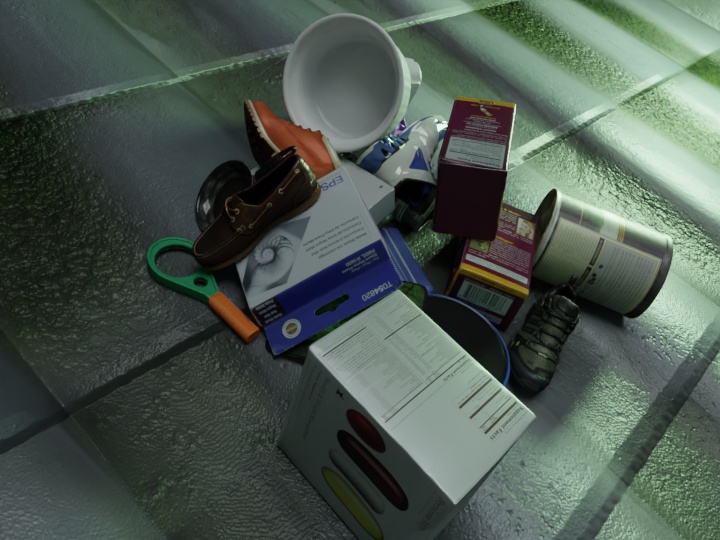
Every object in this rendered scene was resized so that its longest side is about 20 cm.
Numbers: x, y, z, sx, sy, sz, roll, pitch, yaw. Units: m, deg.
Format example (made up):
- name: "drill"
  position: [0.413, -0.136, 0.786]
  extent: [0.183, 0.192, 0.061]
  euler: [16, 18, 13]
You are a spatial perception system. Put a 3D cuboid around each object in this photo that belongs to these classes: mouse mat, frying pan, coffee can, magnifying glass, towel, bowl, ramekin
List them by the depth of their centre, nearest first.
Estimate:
- name: "magnifying glass"
  position: [-0.210, 0.024, 0.880]
  extent: [0.199, 0.023, 0.079]
  euler: [39, 46, 20]
- name: "mouse mat"
  position: [-0.014, 0.063, 0.886]
  extent: [0.197, 0.008, 0.162]
  euler: [10, 50, 7]
- name: "bowl"
  position: [0.114, 0.114, 0.904]
  extent: [0.197, 0.040, 0.202]
  euler: [11, 44, -11]
- name: "frying pan"
  position: [-0.171, -0.133, 0.952]
  extent: [0.031, 0.190, 0.115]
  euler: [30, 18, -52]
- name: "towel"
  position: [0.000, 0.000, 0.984]
  extent: [0.197, 0.024, 0.146]
  euler: [-10, 51, -26]
- name: "ramekin"
  position: [-0.015, -0.290, 1.030]
  extent: [0.199, 0.202, 0.098]
  euler: [32, 18, 11]
- name: "coffee can"
  position: [0.378, -0.028, 1.068]
  extent: [0.197, 0.147, 0.147]
  euler: [22, 43, 1]

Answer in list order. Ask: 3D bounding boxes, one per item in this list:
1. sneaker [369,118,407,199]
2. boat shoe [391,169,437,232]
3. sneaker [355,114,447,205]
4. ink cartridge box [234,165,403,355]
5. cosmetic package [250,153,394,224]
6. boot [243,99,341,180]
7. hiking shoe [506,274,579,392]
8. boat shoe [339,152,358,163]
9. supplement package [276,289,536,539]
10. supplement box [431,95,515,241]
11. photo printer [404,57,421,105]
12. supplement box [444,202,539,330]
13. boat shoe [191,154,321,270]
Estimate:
- name: "sneaker"
  position: [0.054, -0.212, 1.164]
  extent: [0.079, 0.089, 0.202]
  euler: [11, 45, -12]
- name: "boat shoe"
  position: [0.136, -0.127, 1.131]
  extent: [0.063, 0.071, 0.199]
  euler: [38, 54, 18]
- name: "sneaker"
  position: [0.086, -0.169, 1.066]
  extent: [0.199, 0.080, 0.116]
  euler: [-36, 90, -43]
- name: "ink cartridge box"
  position: [-0.068, -0.019, 0.873]
  extent: [0.198, 0.041, 0.201]
  euler: [-29, 56, 3]
- name: "cosmetic package"
  position: [-0.068, -0.116, 1.005]
  extent: [0.199, 0.052, 0.151]
  euler: [35, 62, 26]
- name: "boot"
  position: [-0.107, -0.194, 0.997]
  extent: [0.106, 0.075, 0.201]
  euler: [-24, 62, -21]
- name: "hiking shoe"
  position: [0.269, 0.084, 0.948]
  extent: [0.075, 0.101, 0.201]
  euler: [26, 43, 6]
- name: "boat shoe"
  position: [-0.022, -0.171, 1.112]
  extent: [0.075, 0.061, 0.201]
  euler: [-16, 55, -33]
- name: "supplement package"
  position: [0.038, 0.174, 0.704]
  extent: [0.200, 0.193, 0.146]
  euler: [42, 48, 22]
- name: "supplement box"
  position: [0.178, -0.164, 1.017]
  extent: [0.102, 0.132, 0.201]
  euler: [10, 44, 10]
- name: "photo printer"
  position: [-0.009, -0.319, 1.189]
  extent: [0.197, 0.167, 0.070]
  euler: [-3, 66, -24]
- name: "supplement box"
  position: [0.209, -0.019, 1.037]
  extent: [0.109, 0.086, 0.201]
  euler: [22, 44, 2]
- name: "boat shoe"
  position: [-0.148, -0.081, 0.874]
  extent: [0.199, 0.070, 0.071]
  euler: [-38, 53, -2]
